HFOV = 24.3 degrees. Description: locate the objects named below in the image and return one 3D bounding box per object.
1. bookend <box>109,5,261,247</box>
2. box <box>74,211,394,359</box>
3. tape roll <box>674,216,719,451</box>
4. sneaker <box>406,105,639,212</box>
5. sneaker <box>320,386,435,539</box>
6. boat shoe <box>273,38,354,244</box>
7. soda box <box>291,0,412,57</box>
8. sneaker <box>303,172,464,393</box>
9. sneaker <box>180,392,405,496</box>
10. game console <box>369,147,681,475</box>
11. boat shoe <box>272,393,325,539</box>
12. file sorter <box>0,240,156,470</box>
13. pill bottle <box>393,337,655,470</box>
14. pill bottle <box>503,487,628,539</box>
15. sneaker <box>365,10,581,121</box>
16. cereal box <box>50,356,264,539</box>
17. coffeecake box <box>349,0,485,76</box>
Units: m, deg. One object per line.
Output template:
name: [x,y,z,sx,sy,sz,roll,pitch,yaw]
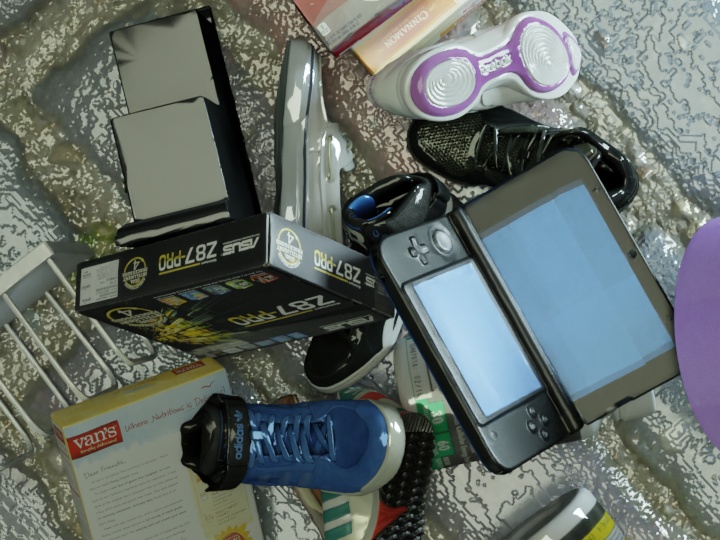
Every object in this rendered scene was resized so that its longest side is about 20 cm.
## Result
bookend: [-0.156,-0.122,1.355,0.092,0.200,0.199,-14,90,4]
box: [-0.099,0.015,1.311,0.200,0.161,0.049,-13,68,33]
tape roll: [0.326,0.052,1.317,0.066,0.200,0.200,-10,89,40]
sneaker: [0.134,-0.097,1.376,0.199,0.114,0.076,19,90,6]
sneaker: [-0.001,0.186,1.350,0.093,0.070,0.200,33,122,43]
boat shoe: [-0.038,-0.095,1.418,0.067,0.074,0.200,2,100,-10]
soda box: [0.037,-0.257,1.333,0.200,0.063,0.070,-36,89,4]
sneaker: [0.000,0.000,1.380,0.200,0.112,0.073,-52,49,-3]
sneaker: [-0.062,0.133,1.276,0.111,0.200,0.077,7,82,-37]
game console: [0.132,0.027,1.265,0.118,0.171,0.200,-34,82,36]
boat shoe: [-0.013,0.190,1.412,0.072,0.076,0.200,-26,95,-2]
file sorter: [-0.287,0.084,1.396,0.200,0.139,0.125,-38,88,4]
pill bottle: [0.134,0.092,1.375,0.200,0.113,0.113,-13,89,5]
pill bottle: [0.202,0.289,1.370,0.114,0.114,0.200,-39,87,4]
sneaker: [0.094,-0.169,1.378,0.200,0.100,0.075,-14,101,-34]
cereal box: [-0.161,0.185,1.374,0.144,0.040,0.200,-19,113,-22]
coffeecake box: [0.012,-0.281,1.403,0.153,0.073,0.200,-39,87,4]
